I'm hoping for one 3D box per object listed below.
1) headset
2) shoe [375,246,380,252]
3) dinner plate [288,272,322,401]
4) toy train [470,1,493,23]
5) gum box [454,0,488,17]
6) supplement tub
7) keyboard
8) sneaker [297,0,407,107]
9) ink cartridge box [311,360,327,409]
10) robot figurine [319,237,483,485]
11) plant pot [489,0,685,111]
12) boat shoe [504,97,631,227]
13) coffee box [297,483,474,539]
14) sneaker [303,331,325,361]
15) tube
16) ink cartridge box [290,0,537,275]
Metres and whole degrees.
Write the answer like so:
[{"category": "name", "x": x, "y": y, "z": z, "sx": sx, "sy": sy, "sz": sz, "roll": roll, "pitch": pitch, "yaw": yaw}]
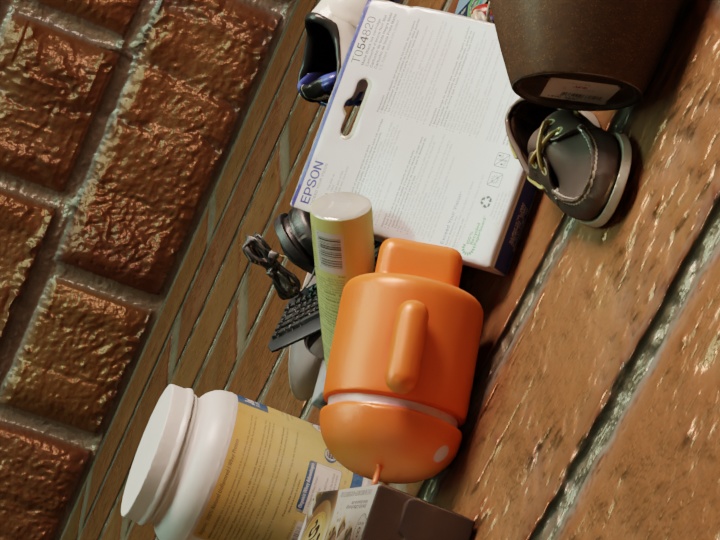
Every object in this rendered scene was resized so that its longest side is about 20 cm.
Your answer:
[{"category": "headset", "x": -0.033, "y": -0.050, "z": 1.637, "sx": 0.123, "sy": 0.094, "sz": 0.200, "roll": -30, "pitch": 21, "yaw": 42}, {"category": "shoe", "x": 0.026, "y": -0.041, "z": 1.751, "sx": 0.200, "sy": 0.070, "sz": 0.053, "roll": -12, "pitch": 97, "yaw": 67}, {"category": "dinner plate", "x": -0.025, "y": 0.038, "z": 1.896, "sx": 0.200, "sy": 0.024, "sz": 0.200, "roll": 14, "pitch": -90, "yaw": -75}, {"category": "toy train", "x": 0.067, "y": -0.212, "z": 1.704, "sx": 0.200, "sy": 0.116, "sz": 0.085, "roll": 79, "pitch": -151, "yaw": -68}, {"category": "gum box", "x": 0.155, "y": -0.326, "z": 1.818, "sx": 0.170, "sy": 0.045, "sz": 0.200, "roll": 141, "pitch": 149, "yaw": -68}, {"category": "supplement tub", "x": -0.094, "y": 0.190, "z": 1.639, "sx": 0.145, "sy": 0.200, "sz": 0.145, "roll": -158, "pitch": 90, "yaw": -78}, {"category": "keyboard", "x": 0.000, "y": 0.000, "z": 1.638, "sx": 0.200, "sy": 0.021, "sz": 0.127, "roll": -26, "pitch": 24, "yaw": 45}, {"category": "sneaker", "x": 0.006, "y": -0.165, "z": 1.653, "sx": 0.115, "sy": 0.200, "sz": 0.081, "roll": -44, "pitch": 27, "yaw": -23}, {"category": "ink cartridge box", "x": 0.018, "y": 0.022, "z": 1.810, "sx": 0.160, "sy": 0.047, "sz": 0.200, "roll": 128, "pitch": 158, "yaw": -54}, {"category": "robot figurine", "x": 0.032, "y": 0.079, "z": 1.461, "sx": 0.144, "sy": 0.117, "sz": 0.200, "roll": -11, "pitch": 62, "yaw": 51}, {"category": "plant pot", "x": 0.162, "y": -0.221, "z": 1.330, "sx": 0.187, "sy": 0.187, "sz": 0.200, "roll": 152, "pitch": 125, "yaw": -73}, {"category": "boat shoe", "x": 0.149, "y": -0.086, "z": 1.370, "sx": 0.200, "sy": 0.059, "sz": 0.072, "roll": -104, "pitch": 38, "yaw": -71}, {"category": "coffee box", "x": 0.005, "y": 0.228, "z": 1.413, "sx": 0.200, "sy": 0.080, "sz": 0.113, "roll": 153, "pitch": 138, "yaw": -73}, {"category": "sneaker", "x": 0.047, "y": 0.025, "z": 1.656, "sx": 0.200, "sy": 0.088, "sz": 0.074, "roll": -39, "pitch": 17, "yaw": 18}, {"category": "tube", "x": -0.010, "y": 0.033, "z": 1.552, "sx": 0.058, "sy": 0.052, "sz": 0.200, "roll": -75, "pitch": -17, "yaw": -61}, {"category": "ink cartridge box", "x": 0.063, "y": -0.113, "z": 1.549, "sx": 0.041, "sy": 0.200, "sz": 0.200, "roll": 29, "pitch": -99, "yaw": -60}]
